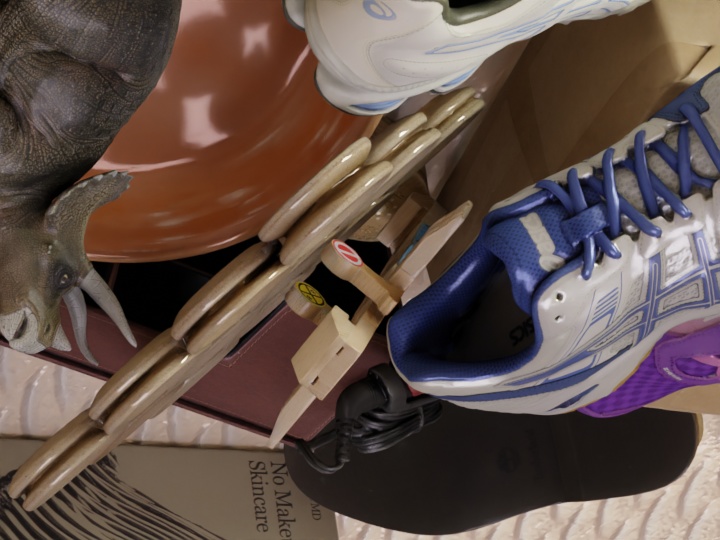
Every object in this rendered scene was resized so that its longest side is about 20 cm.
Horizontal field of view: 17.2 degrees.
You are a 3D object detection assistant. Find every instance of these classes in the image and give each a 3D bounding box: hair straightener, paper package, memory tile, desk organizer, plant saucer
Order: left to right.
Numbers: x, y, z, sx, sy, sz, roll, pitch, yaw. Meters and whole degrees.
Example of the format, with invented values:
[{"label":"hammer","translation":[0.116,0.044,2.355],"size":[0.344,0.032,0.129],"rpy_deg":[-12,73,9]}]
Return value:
[{"label":"plant saucer","translation":[-0.083,-0.097,0.850],"size":[0.200,0.037,0.201],"rpy_deg":[-3,120,-5]},{"label":"desk organizer","translation":[-0.081,0.001,0.991],"size":[0.200,0.072,0.077],"rpy_deg":[22,130,-34]},{"label":"memory tile","translation":[-0.042,0.008,0.872],"size":[0.017,0.153,0.200],"rpy_deg":[48,118,2]},{"label":"hair straightener","translation":[0.039,0.054,1.029],"size":[0.200,0.041,0.077],"rpy_deg":[-26,161,-47]},{"label":"paper package","translation":[0.151,-0.037,0.964],"size":[0.190,0.104,0.200],"rpy_deg":[7,138,-21]}]

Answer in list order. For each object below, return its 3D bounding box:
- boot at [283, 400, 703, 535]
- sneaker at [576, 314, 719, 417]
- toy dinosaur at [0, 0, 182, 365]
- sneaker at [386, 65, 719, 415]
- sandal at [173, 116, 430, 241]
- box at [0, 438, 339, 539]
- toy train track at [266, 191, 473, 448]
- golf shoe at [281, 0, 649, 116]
[{"label":"boot","translation":[0.065,0.082,1.128],"size":[0.199,0.074,0.075],"rpy_deg":[-4,-176,15]},{"label":"sneaker","translation":[0.157,0.011,0.872],"size":[0.200,0.089,0.080],"rpy_deg":[-29,140,25]},{"label":"toy dinosaur","translation":[-0.105,-0.076,0.808],"size":[0.102,0.077,0.200],"rpy_deg":[16,101,-31]},{"label":"sneaker","translation":[0.092,-0.009,0.822],"size":[0.088,0.075,0.200],"rpy_deg":[2,141,-47]},{"label":"sandal","translation":[-0.049,-0.047,0.937],"size":[0.211,0.070,0.078],"rpy_deg":[26,130,-36]},{"label":"box","translation":[-0.113,0.132,1.142],"size":[0.199,0.082,0.068],"rpy_deg":[3,139,-17]},{"label":"toy train track","translation":[0.000,0.000,0.901],"size":[0.033,0.200,0.115],"rpy_deg":[39,108,-1]},{"label":"golf shoe","translation":[0.072,-0.119,0.797],"size":[0.200,0.078,0.097],"rpy_deg":[-35,-176,-21]}]
